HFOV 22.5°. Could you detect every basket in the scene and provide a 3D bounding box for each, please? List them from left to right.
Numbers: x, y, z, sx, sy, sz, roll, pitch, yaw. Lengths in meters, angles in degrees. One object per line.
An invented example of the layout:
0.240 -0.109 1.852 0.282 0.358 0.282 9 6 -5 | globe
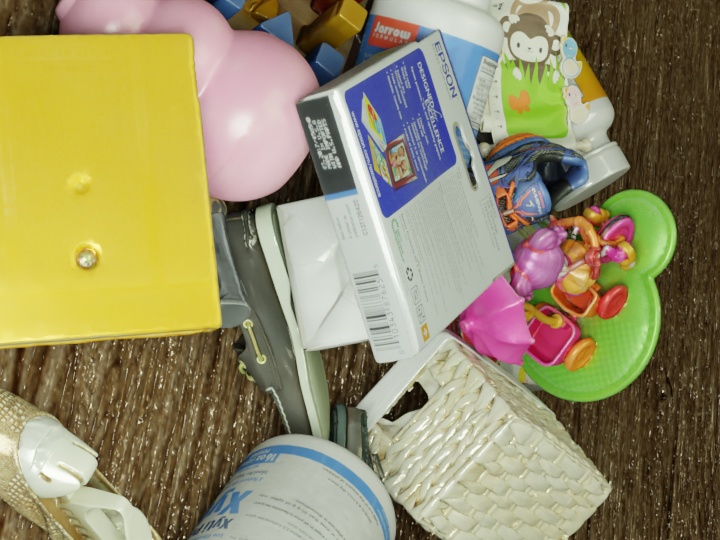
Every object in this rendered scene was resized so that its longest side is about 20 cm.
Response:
0.100 0.161 1.521 0.200 0.136 0.123 37 8 -46 | basket

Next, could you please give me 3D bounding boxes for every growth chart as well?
0.141 -0.194 1.627 0.144 0.018 0.201 -15 95 -30 | growth chart

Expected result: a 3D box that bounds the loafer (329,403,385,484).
-0.001 0.208 1.438 0.072 0.063 0.201 144 -50 -77 | loafer

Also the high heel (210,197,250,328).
-0.175 -0.036 1.277 0.199 0.071 0.143 16 39 -38 | high heel

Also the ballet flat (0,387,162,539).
-0.186 0.142 1.180 0.200 0.065 0.071 54 41 -35 | ballet flat

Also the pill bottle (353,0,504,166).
0.051 -0.161 1.455 0.112 0.112 0.201 11 95 -56 | pill bottle

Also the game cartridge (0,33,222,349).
-0.185 -0.053 1.180 0.176 0.032 0.201 -3 82 -21 | game cartridge

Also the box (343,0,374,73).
0.027 -0.212 1.590 0.200 0.075 0.101 -37 112 -52 | box

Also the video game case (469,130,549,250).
0.126 -0.083 1.696 0.200 0.023 0.182 42 24 -41 | video game case

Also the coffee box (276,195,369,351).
0.000 0.000 1.433 0.200 0.079 0.114 5 74 -80 | coffee box

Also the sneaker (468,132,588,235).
0.120 -0.062 1.540 0.200 0.078 0.076 -39 121 -36 | sneaker

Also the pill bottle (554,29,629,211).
0.172 -0.163 1.725 0.111 0.111 0.201 -19 77 -57 | pill bottle

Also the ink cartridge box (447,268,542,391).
0.116 0.051 1.677 0.200 0.067 0.117 11 72 -56 | ink cartridge box

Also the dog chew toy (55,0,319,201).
-0.126 -0.138 1.284 0.200 0.124 0.125 34 49 -15 | dog chew toy

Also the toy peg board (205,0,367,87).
-0.065 -0.238 1.380 0.200 0.098 0.200 35 52 -23 | toy peg board

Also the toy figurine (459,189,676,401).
0.161 0.014 1.521 0.184 0.150 0.200 7 119 -56 | toy figurine

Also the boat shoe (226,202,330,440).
-0.070 0.048 1.395 0.072 0.060 0.202 -79 156 -72 | boat shoe

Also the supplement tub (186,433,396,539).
-0.067 0.223 1.286 0.200 0.131 0.132 -53 126 -50 | supplement tub

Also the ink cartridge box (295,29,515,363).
0.036 -0.060 1.336 0.200 0.047 0.198 -39 113 -61 | ink cartridge box
